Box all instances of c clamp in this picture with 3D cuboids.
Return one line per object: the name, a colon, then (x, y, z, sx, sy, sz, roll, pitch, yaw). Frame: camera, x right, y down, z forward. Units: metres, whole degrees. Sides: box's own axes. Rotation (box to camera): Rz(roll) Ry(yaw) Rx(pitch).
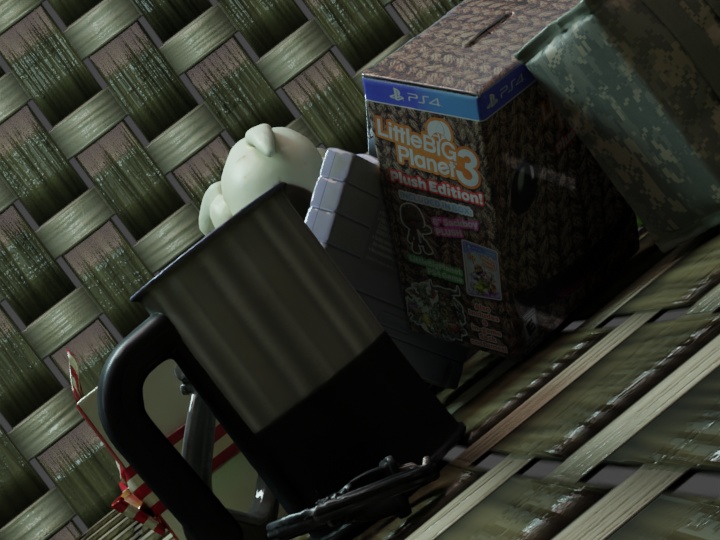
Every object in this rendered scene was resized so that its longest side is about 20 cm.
c clamp: (-0.082, 0.104, 1.307, 0.027, 0.173, 0.200, -1, -18, 16)

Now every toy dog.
toy dog: (-0.042, -0.016, 1.724, 0.138, 0.201, 0.195, -14, -32, -17)

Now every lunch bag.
lunch bag: (0.228, -0.138, 1.249, 0.200, 0.165, 0.117, -39, 3, -29)

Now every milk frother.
milk frother: (-0.039, 0.060, 1.136, 0.180, 0.189, 0.200, -39, 2, -32)

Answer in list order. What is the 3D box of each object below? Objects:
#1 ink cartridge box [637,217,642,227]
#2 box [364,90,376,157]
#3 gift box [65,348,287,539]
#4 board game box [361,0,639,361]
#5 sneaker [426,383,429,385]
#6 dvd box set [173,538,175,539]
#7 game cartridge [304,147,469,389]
ink cartridge box: (0.203, -0.113, 1.474, 0.200, 0.148, 0.076, -39, 3, -21)
box: (0.046, -0.049, 1.684, 0.049, 0.159, 0.200, -6, -16, 9)
gift box: (-0.111, 0.105, 1.481, 0.186, 0.201, 0.185, -39, -4, -2)
board game box: (0.100, -0.071, 1.343, 0.096, 0.202, 0.159, 14, 39, 37)
sneaker: (0.046, 0.052, 1.604, 0.088, 0.074, 0.200, -39, 2, -3)
dvd box set: (-0.217, 0.286, 1.601, 0.200, 0.029, 0.146, -36, 2, 43)
game cartridge: (0.023, 0.000, 1.372, 0.038, 0.131, 0.199, 9, -8, 36)
